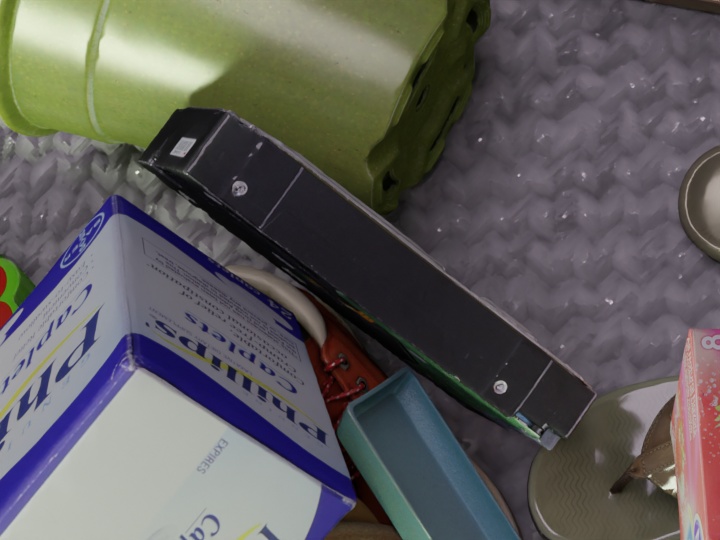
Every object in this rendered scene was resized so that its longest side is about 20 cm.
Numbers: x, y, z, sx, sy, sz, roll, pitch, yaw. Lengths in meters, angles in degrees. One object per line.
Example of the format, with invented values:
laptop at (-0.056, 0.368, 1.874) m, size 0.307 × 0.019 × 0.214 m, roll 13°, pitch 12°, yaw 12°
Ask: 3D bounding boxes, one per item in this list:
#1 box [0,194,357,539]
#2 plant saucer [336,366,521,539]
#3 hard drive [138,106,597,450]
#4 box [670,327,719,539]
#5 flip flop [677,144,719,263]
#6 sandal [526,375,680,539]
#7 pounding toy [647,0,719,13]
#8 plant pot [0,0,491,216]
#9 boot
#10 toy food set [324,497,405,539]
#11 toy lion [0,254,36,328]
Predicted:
box at (-0.110, 0.091, 0.841) m, size 0.184 × 0.105 × 0.200 m, roll -50°, pitch 19°, yaw 9°
plant saucer at (0.057, 0.136, 0.905) m, size 0.019 × 0.070 × 0.200 m, roll -35°, pitch 87°, yaw 27°
hard drive at (0.000, 0.000, 0.921) m, size 0.200 × 0.140 × 0.038 m, roll 38°, pitch 86°, yaw -13°
box at (0.178, 0.128, 0.817) m, size 0.103 × 0.095 × 0.200 m, roll -1°, pitch 58°, yaw 4°
flip flop at (0.238, -0.026, 0.942) m, size 0.200 × 0.058 × 0.081 m, roll 11°, pitch 75°, yaw 23°
sandal at (0.167, 0.071, 0.932) m, size 0.201 × 0.057 × 0.080 m, roll -17°, pitch 66°, yaw 13°
pounding toy at (0.123, -0.231, 0.988) m, size 0.200 × 0.184 × 0.142 m, roll 14°, pitch 76°, yaw 24°
plant pot at (-0.046, -0.118, 1.021) m, size 0.190 × 0.200 × 0.200 m, roll 26°, pitch 81°, yaw 14°
boot at (-0.005, 0.079, 0.965) m, size 0.075 × 0.107 × 0.200 m, roll -41°, pitch 65°, yaw -2°
toy food set at (-0.017, 0.202, 0.895) m, size 0.049 × 0.200 × 0.198 m, roll 3°, pitch 60°, yaw 58°
toy lion at (-0.235, 0.075, 1.065) m, size 0.192 × 0.069 × 0.200 m, roll -39°, pitch 51°, yaw -4°
